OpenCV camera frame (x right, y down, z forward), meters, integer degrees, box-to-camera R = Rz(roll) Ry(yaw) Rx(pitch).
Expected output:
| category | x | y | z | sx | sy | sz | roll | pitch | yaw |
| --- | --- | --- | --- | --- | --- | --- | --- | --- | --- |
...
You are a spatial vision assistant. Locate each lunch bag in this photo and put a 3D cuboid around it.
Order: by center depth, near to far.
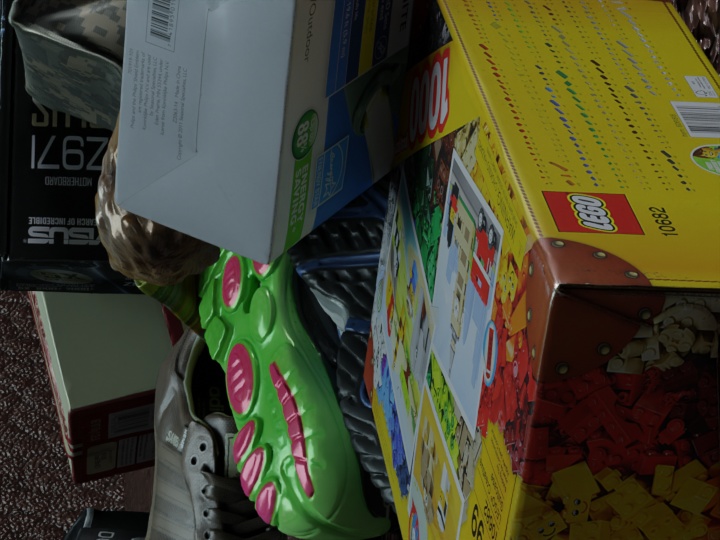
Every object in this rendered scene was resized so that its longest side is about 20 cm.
| category | x | y | z | sx | sy | sz | roll | pitch | yaw |
| --- | --- | --- | --- | --- | --- | --- | --- | --- | --- |
| lunch bag | -0.065 | -0.155 | 1.002 | 0.201 | 0.117 | 0.164 | -62 | 2 | -9 |

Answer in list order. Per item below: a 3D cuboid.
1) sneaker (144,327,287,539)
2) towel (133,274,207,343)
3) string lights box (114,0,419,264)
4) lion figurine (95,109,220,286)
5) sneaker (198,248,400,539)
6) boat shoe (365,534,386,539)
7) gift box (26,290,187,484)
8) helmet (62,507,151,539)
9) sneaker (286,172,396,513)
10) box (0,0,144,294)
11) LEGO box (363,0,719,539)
| category | x | y | z | sx | sy | sz | roll | pitch | yaw |
| --- | --- | --- | --- | --- | --- | --- | --- | --- | --- |
| sneaker | -0.066 | 0.107 | 1.032 | 0.076 | 0.070 | 0.201 | 111 | 154 | -51 |
| towel | -0.045 | 0.032 | 1.035 | 0.200 | 0.018 | 0.086 | 47 | -154 | -38 |
| string lights box | 0.003 | -0.093 | 0.699 | 0.200 | 0.059 | 0.103 | -39 | -36 | -50 |
| lion figurine | -0.019 | -0.066 | 0.846 | 0.199 | 0.072 | 0.123 | -12 | 64 | 34 |
| sneaker | -0.016 | 0.030 | 0.941 | 0.077 | 0.084 | 0.201 | -37 | 47 | 37 |
| boat shoe | 0.000 | 0.171 | 0.953 | 0.200 | 0.063 | 0.071 | -80 | 2 | -58 |
| gift box | -0.120 | -0.002 | 1.227 | 0.185 | 0.199 | 0.188 | 118 | 140 | -66 |
| helmet | -0.087 | 0.227 | 1.115 | 0.201 | 0.190 | 0.200 | -61 | 8 | 14 |
| sneaker | 0.031 | 0.034 | 0.838 | 0.077 | 0.076 | 0.200 | 50 | -165 | -40 |
| box | -0.085 | -0.073 | 1.116 | 0.086 | 0.199 | 0.165 | 131 | 140 | -75 |
| LEGO box | 0.058 | 0.021 | 0.610 | 0.200 | 0.077 | 0.150 | -105 | 20 | -60 |
